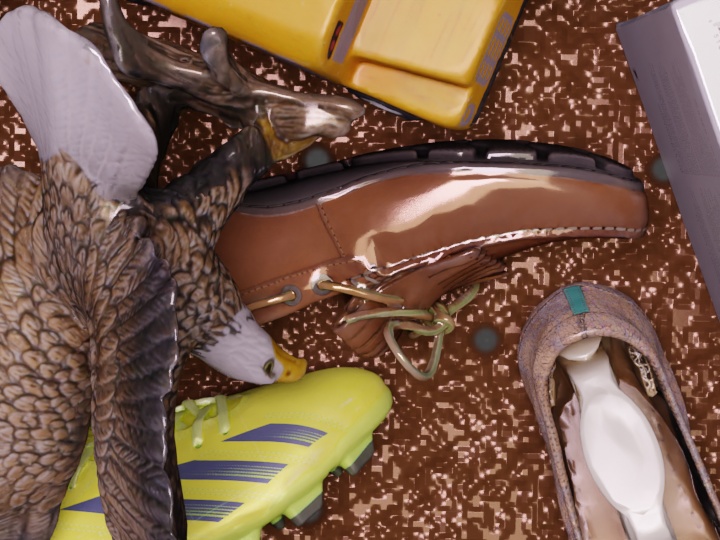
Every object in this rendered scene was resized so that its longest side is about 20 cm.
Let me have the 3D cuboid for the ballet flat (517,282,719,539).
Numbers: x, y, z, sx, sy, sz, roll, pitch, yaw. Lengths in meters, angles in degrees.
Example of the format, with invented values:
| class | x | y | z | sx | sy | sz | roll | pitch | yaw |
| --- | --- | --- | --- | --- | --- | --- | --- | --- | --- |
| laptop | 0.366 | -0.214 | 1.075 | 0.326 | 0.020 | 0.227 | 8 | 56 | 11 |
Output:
| class | x | y | z | sx | sy | sz | roll | pitch | yaw |
| --- | --- | --- | --- | --- | --- | --- | --- | --- | --- |
| ballet flat | 0.102 | 0.102 | 0.870 | 0.068 | 0.067 | 0.201 | -23 | 93 | 0 |

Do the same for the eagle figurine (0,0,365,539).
| class | x | y | z | sx | sy | sz | roll | pitch | yaw |
| --- | --- | --- | --- | --- | --- | --- | --- | --- | --- |
| eagle figurine | -0.076 | 0.025 | 0.776 | 0.150 | 0.152 | 0.201 | 26 | 84 | -8 |

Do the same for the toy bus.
| class | x | y | z | sx | sy | sz | roll | pitch | yaw |
| --- | --- | --- | --- | --- | --- | --- | --- | --- | --- |
| toy bus | -0.046 | -0.113 | 0.840 | 0.199 | 0.078 | 0.065 | 24 | 92 | 14 |

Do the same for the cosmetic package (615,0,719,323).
| class | x | y | z | sx | sy | sz | roll | pitch | yaw |
| --- | --- | --- | --- | --- | --- | --- | --- | --- | --- |
| cosmetic package | 0.146 | 0.002 | 0.824 | 0.051 | 0.151 | 0.201 | -20 | 93 | -2 |

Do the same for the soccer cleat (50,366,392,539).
| class | x | y | z | sx | sy | sz | roll | pitch | yaw |
| --- | --- | --- | --- | --- | --- | --- | --- | --- | --- |
| soccer cleat | -0.085 | 0.075 | 0.866 | 0.199 | 0.065 | 0.084 | -28 | 91 | 1 |

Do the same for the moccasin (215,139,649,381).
| class | x | y | z | sx | sy | sz | roll | pitch | yaw |
| --- | --- | --- | --- | --- | --- | --- | --- | --- | --- |
| moccasin | 0.000 | 0.000 | 0.858 | 0.200 | 0.074 | 0.078 | -11 | 93 | 0 |
